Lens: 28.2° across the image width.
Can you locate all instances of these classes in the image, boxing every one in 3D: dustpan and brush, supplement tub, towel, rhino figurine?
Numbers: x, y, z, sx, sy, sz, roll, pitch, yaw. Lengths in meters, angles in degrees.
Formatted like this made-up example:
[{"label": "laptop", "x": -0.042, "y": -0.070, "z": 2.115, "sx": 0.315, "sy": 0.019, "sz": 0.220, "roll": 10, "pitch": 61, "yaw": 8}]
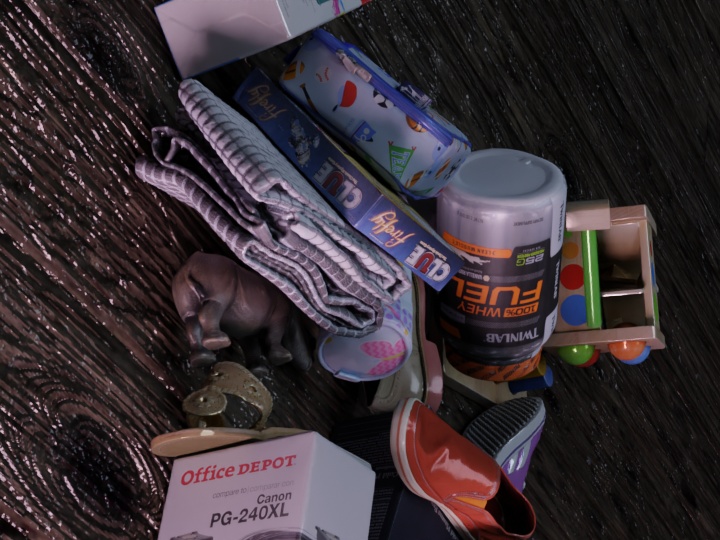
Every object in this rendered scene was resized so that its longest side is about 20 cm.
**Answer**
[{"label": "dustpan and brush", "x": 0.056, "y": -0.042, "z": 1.436, "sx": 0.201, "sy": 0.057, "sz": 0.140, "roll": -72, "pitch": 164, "yaw": -45}, {"label": "supplement tub", "x": 0.131, "y": -0.003, "z": 1.364, "sx": 0.123, "sy": 0.122, "sz": 0.202, "roll": -52, "pitch": 147, "yaw": -53}, {"label": "towel", "x": -0.070, "y": -0.040, "z": 1.125, "sx": 0.166, "sy": 0.086, "sz": 0.200, "roll": 47, "pitch": 7, "yaw": 39}, {"label": "rhino figurine", "x": -0.085, "y": 0.039, "z": 1.165, "sx": 0.200, "sy": 0.059, "sz": 0.088, "roll": 23, "pitch": 49, "yaw": -59}]

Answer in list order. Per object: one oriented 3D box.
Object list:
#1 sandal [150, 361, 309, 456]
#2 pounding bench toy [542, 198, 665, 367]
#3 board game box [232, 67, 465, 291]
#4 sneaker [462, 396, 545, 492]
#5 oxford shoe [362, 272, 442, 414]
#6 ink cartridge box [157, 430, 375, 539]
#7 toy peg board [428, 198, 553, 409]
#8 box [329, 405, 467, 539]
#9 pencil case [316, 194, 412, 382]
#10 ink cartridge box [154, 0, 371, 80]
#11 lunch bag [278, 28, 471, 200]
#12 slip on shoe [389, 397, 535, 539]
[{"label": "sandal", "x": -0.100, "y": 0.107, "z": 1.105, "sx": 0.211, "sy": 0.077, "sz": 0.070, "roll": 25, "pitch": 55, "yaw": -64}, {"label": "pounding bench toy", "x": 0.247, "y": 0.018, "z": 1.505, "sx": 0.200, "sy": 0.123, "sz": 0.158, "roll": 26, "pitch": 60, "yaw": -72}, {"label": "board game box", "x": -0.011, "y": -0.076, "z": 1.180, "sx": 0.135, "sy": 0.035, "sz": 0.200, "roll": 36, "pitch": 9, "yaw": -49}, {"label": "sneaker", "x": 0.145, "y": 0.223, "z": 1.489, "sx": 0.200, "sy": 0.072, "sz": 0.115, "roll": -46, "pitch": 122, "yaw": -43}, {"label": "oxford shoe", "x": 0.018, "y": 0.042, "z": 1.318, "sx": 0.074, "sy": 0.071, "sz": 0.201, "roll": 4, "pitch": 51, "yaw": -29}, {"label": "ink cartridge box", "x": -0.077, "y": 0.227, "z": 1.022, "sx": 0.083, "sy": 0.144, "sz": 0.201, "roll": 39, "pitch": 47, "yaw": -41}, {"label": "toy peg board", "x": 0.164, "y": 0.039, "z": 1.555, "sx": 0.199, "sy": 0.097, "sz": 0.202, "roll": 32, "pitch": 53, "yaw": -51}, {"label": "box", "x": 0.039, "y": 0.257, "z": 1.253, "sx": 0.201, "sy": 0.103, "sz": 0.183, "roll": 59, "pitch": 33, "yaw": -29}, {"label": "pencil case", "x": 0.000, "y": 0.000, "z": 1.265, "sx": 0.083, "sy": 0.091, "sz": 0.201, "roll": 29, "pitch": 38, "yaw": -30}, {"label": "ink cartridge box", "x": -0.072, "y": -0.233, "z": 1.231, "sx": 0.200, "sy": 0.115, "sz": 0.068, "roll": -41, "pitch": 112, "yaw": -58}, {"label": "lunch bag", "x": 0.012, "y": -0.136, "z": 1.232, "sx": 0.160, "sy": 0.076, "sz": 0.200, "roll": 42, "pitch": 5, "yaw": 11}, {"label": "slip on shoe", "x": 0.086, "y": 0.170, "z": 1.203, "sx": 0.200, "sy": 0.061, "sz": 0.074, "roll": 50, "pitch": 40, "yaw": -36}]
